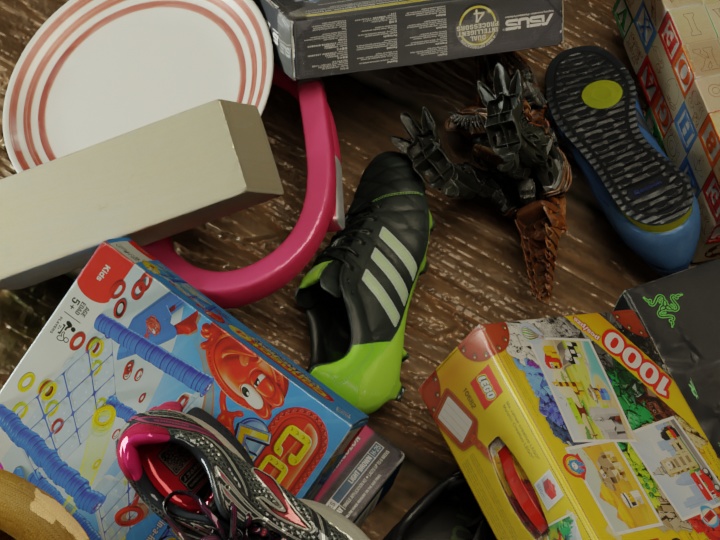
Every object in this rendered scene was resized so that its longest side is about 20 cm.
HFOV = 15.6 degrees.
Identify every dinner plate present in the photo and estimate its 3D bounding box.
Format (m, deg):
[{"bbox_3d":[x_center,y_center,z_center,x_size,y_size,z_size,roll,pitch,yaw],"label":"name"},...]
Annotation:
[{"bbox_3d":[-0.151,-0.121,1.806,0.199,0.024,0.201,-9,59,14],"label":"dinner plate"}]

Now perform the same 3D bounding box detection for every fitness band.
[{"bbox_3d":[-0.085,-0.066,1.787,0.143,0.037,0.201,-11,58,9],"label":"fitness band"}]

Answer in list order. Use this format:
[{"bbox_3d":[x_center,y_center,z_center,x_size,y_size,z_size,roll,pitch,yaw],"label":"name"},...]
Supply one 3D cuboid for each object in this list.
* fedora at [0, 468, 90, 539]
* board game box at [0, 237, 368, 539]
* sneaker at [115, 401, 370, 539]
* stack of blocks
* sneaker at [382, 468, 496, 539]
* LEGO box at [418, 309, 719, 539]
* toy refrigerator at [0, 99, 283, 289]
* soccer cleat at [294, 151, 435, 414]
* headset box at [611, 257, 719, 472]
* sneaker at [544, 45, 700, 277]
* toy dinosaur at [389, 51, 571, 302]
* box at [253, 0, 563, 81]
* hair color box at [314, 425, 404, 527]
[{"bbox_3d":[-0.220,0.199,1.597,0.200,0.201,0.082,36,27,8],"label":"fedora"},{"bbox_3d":[-0.132,0.116,1.646,0.196,0.056,0.200,36,97,8],"label":"board game box"},{"bbox_3d":[-0.067,0.159,1.568,0.200,0.075,0.081,36,97,7],"label":"sneaker"},{"bbox_3d":[0.242,-0.122,1.866,0.058,0.115,0.201,-11,65,-16],"label":"stack of blocks"},{"bbox_3d":[0.085,0.156,1.710,0.200,0.083,0.072,-38,76,-25],"label":"sneaker"},{"bbox_3d":[0.150,0.131,1.673,0.149,0.077,0.200,-5,57,-42],"label":"LEGO box"},{"bbox_3d":[-0.160,-0.051,1.711,0.199,0.076,0.070,-20,84,17],"label":"toy refrigerator"},{"bbox_3d":[0.000,0.000,1.775,0.081,0.067,0.201,27,57,-32],"label":"soccer cleat"},{"bbox_3d":[0.277,0.078,1.782,0.199,0.093,0.175,-17,67,-18],"label":"headset box"},{"bbox_3d":[0.183,-0.075,1.869,0.066,0.079,0.200,-21,50,-5],"label":"sneaker"},{"bbox_3d":[0.109,-0.078,1.821,0.102,0.136,0.200,-44,53,14],"label":"toy dinosaur"},{"bbox_3d":[0.022,-0.189,1.844,0.199,0.049,0.161,-9,22,-17],"label":"box"},{"bbox_3d":[-0.081,0.107,1.716,0.200,0.061,0.100,35,62,8],"label":"hair color box"}]
